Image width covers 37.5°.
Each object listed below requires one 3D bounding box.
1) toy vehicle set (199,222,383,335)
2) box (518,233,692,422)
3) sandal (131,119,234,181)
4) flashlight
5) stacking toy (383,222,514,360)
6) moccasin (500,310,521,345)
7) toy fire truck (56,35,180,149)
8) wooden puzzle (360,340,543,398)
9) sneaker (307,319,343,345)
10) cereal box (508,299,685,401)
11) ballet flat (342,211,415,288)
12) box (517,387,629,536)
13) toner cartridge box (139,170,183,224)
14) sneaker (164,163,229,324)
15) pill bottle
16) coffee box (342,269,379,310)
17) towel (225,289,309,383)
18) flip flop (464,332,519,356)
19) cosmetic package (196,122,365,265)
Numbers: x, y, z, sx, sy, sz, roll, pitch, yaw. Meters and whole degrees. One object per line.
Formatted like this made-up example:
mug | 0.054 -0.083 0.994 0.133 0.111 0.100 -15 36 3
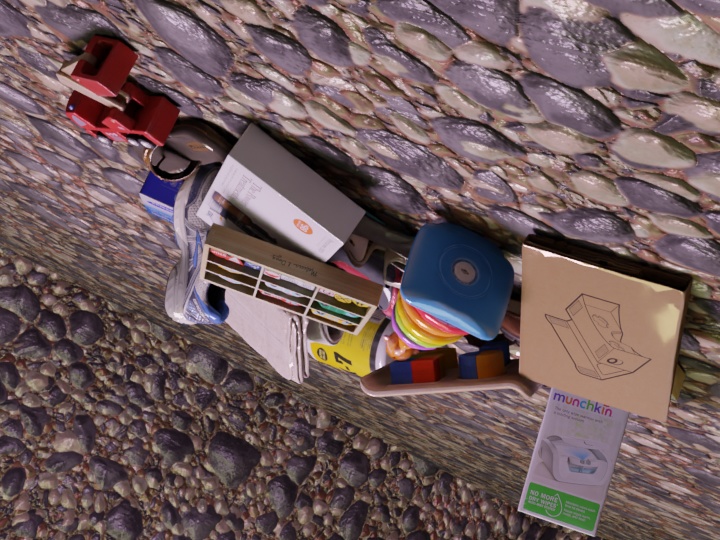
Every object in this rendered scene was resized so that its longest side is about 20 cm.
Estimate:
toy vehicle set | -0.081 0.013 1.190 0.198 0.027 0.124 20 159 -3
box | 0.239 0.061 1.062 0.162 0.021 0.201 18 140 23
sandal | -0.212 -0.130 1.220 0.082 0.055 0.199 33 164 -35
flashlight | 0.000 0.000 1.332 0.199 0.068 0.068 31 177 -29
stacking toy | 0.074 0.048 1.154 0.115 0.110 0.200 25 145 -6
moccasin | 0.244 0.064 1.150 0.200 0.078 0.073 8 175 39
toy fire truck | -0.270 -0.186 1.119 0.199 0.049 0.141 12 162 46
wooden puzzle | 0.118 0.114 1.265 0.198 0.047 0.185 -1 -177 19
sneaker | -0.075 0.004 1.345 0.115 0.074 0.201 5 122 38
cereal box | 0.274 0.093 1.263 0.199 0.040 0.144 15 166 34
ballet flat | 0.024 -0.023 1.201 0.199 0.064 0.067 25 167 -2
box | 0.256 0.209 1.265 0.096 0.178 0.200 16 174 13
toner cartridge box | -0.201 -0.071 1.462 0.199 0.043 0.095 24 166 3
sneaker | -0.177 -0.029 1.287 0.085 0.202 0.077 13 -167 30
pill bottle | -0.013 0.099 1.640 0.199 0.115 0.114 16 165 34
coffee box | -0.075 0.026 1.485 0.199 0.044 0.123 14 -158 36
towel | -0.131 0.045 1.342 0.200 0.034 0.133 40 145 33
flip flop | 0.165 0.078 1.357 0.081 0.058 0.200 13 163 39
cosmetic package | -0.093 -0.063 1.167 0.150 0.052 0.200 35 157 -6
